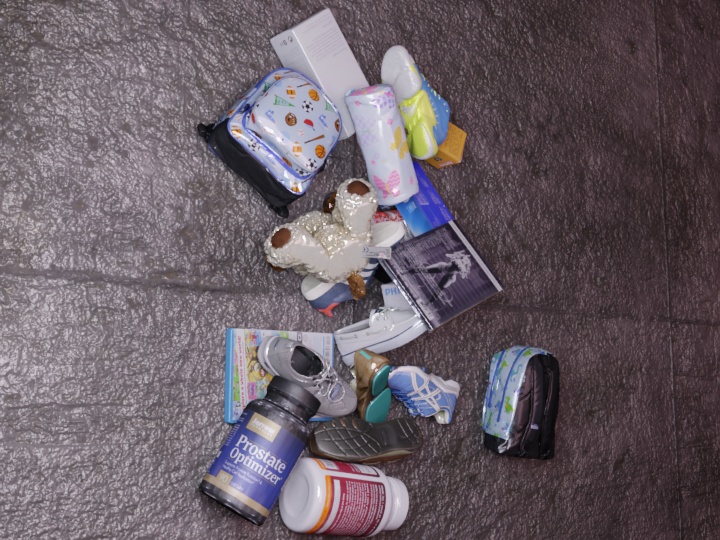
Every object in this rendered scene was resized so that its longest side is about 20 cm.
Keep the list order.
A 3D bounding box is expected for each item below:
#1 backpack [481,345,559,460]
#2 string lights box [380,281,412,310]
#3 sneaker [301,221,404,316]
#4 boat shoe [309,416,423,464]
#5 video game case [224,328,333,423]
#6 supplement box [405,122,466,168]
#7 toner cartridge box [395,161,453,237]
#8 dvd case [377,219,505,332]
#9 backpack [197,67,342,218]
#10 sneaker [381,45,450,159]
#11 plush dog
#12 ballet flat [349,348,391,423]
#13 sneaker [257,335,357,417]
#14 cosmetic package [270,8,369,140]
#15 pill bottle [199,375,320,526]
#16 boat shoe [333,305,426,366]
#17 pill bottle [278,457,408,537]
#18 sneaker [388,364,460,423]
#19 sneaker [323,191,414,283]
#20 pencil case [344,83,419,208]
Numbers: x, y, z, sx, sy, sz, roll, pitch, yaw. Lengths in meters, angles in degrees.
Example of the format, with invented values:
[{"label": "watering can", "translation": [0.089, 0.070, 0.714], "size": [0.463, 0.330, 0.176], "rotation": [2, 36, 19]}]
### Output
[{"label": "backpack", "translation": [0.312, 0.245, 1.678], "size": [0.162, 0.153, 0.202], "rotation": [10, 99, -35]}, {"label": "string lights box", "translation": [0.131, 0.030, 1.535], "size": [0.199, 0.102, 0.060], "rotation": [-16, 95, -57]}, {"label": "sneaker", "translation": [0.000, 0.000, 1.450], "size": [0.199, 0.075, 0.085], "rotation": [-35, 121, 5]}, {"label": "boat shoe", "translation": [0.007, 0.292, 1.447], "size": [0.198, 0.074, 0.076], "rotation": [5, 52, -25]}, {"label": "video game case", "translation": [-0.127, 0.169, 1.397], "size": [0.199, 0.018, 0.145], "rotation": [6, 81, -39]}, {"label": "supplement box", "translation": [0.104, -0.261, 1.611], "size": [0.199, 0.066, 0.070], "rotation": [22, 71, -34]}, {"label": "toner cartridge box", "translation": [0.115, -0.101, 1.547], "size": [0.095, 0.043, 0.201], "rotation": [-9, 64, -55]}, {"label": "dvd case", "translation": [0.135, 0.004, 1.430], "size": [0.199, 0.016, 0.149], "rotation": [-25, 74, -41]}, {"label": "backpack", "translation": [-0.121, -0.223, 1.376], "size": [0.200, 0.153, 0.191], "rotation": [46, 48, -22]}, {"label": "sneaker", "translation": [0.101, -0.301, 1.534], "size": [0.105, 0.075, 0.202], "rotation": [-34, 114, -48]}, {"label": "plush dog", "translation": [-0.057, -0.044, 1.377], "size": [0.199, 0.172, 0.161], "rotation": [-35, 116, -13]}, {"label": "ballet flat", "translation": [0.011, 0.191, 1.447], "size": [0.068, 0.072, 0.201], "rotation": [-38, 152, -23]}, {"label": "sneaker", "translation": [-0.072, 0.174, 1.375], "size": [0.200, 0.082, 0.075], "rotation": [38, 62, -31]}, {"label": "cosmetic package", "translation": [-0.057, -0.330, 1.486], "size": [0.102, 0.074, 0.201], "rotation": [-40, 111, -35]}, {"label": "pill bottle", "translation": [-0.143, 0.263, 1.295], "size": [0.112, 0.111, 0.201], "rotation": [40, 69, -28]}, {"label": "boat shoe", "translation": [0.038, 0.093, 1.433], "size": [0.067, 0.199, 0.074], "rotation": [58, 23, -7]}, {"label": "pill bottle", "translation": [-0.023, 0.366, 1.394], "size": [0.199, 0.112, 0.114], "rotation": [17, 73, -36]}, {"label": "sneaker", "translation": [0.102, 0.216, 1.539], "size": [0.199, 0.075, 0.078], "rotation": [22, 67, -34]}, {"label": "sneaker", "translation": [0.020, -0.084, 1.520], "size": [0.202, 0.067, 0.108], "rotation": [52, 54, -25]}, {"label": "pencil case", "translation": [0.035, -0.209, 1.452], "size": [0.083, 0.090, 0.202], "rotation": [-32, 116, -40]}]
